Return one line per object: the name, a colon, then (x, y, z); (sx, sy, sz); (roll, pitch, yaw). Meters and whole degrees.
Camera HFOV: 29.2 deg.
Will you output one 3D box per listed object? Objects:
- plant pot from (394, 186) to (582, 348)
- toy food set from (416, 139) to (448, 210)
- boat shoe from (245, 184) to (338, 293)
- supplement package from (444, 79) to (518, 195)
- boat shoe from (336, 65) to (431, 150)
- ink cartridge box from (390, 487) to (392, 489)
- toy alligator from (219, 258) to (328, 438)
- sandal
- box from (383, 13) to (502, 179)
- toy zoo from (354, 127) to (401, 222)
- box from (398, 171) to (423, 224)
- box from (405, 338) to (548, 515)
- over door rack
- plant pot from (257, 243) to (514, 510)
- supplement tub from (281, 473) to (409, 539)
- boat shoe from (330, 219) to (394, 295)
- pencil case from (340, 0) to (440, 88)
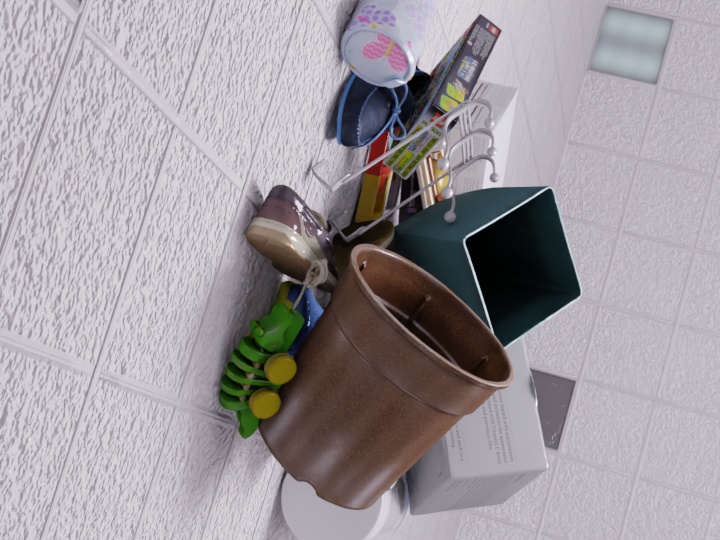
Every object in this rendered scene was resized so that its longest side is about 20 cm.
plant pot: (0.127, -0.012, 1.619); (0.141, 0.200, 0.142); (-31, 112, -29)
toy food set: (0.112, -0.143, 1.765); (0.144, 0.060, 0.201); (-71, 154, -58)
boat shoe: (-0.055, -0.028, 1.351); (0.065, 0.072, 0.200); (-68, 160, -9)
supplement package: (0.140, -0.149, 1.942); (0.156, 0.110, 0.201); (-57, 159, -52)
boat shoe: (0.029, -0.194, 1.521); (0.200, 0.068, 0.085); (-59, 159, -51)
ink cartridge box: (0.019, 0.131, 1.553); (0.200, 0.146, 0.083); (-52, 137, -28)
toy alligator: (-0.092, 0.072, 1.307); (0.054, 0.059, 0.201); (10, 115, -35)
sandal: (-0.045, 0.067, 1.463); (0.200, 0.087, 0.080); (50, 57, -72)
box: (0.096, -0.202, 1.588); (0.110, 0.035, 0.200); (-47, -169, 43)
toy zoo: (0.032, -0.131, 1.706); (0.131, 0.020, 0.201); (-27, 131, -73)
box: (0.090, -0.019, 1.817); (0.144, 0.036, 0.201); (-85, 159, -43)
box: (0.128, 0.180, 1.710); (0.200, 0.130, 0.200); (117, -33, -65)
over door rack: (0.058, -0.095, 1.489); (0.148, 0.199, 0.067); (73, -7, -67)
plant pot: (0.012, 0.114, 1.353); (0.199, 0.200, 0.200); (-51, 173, 16)
supplement tub: (-0.015, 0.282, 1.722); (0.200, 0.131, 0.133); (40, 66, -76)
boat shoe: (0.000, 0.000, 1.555); (0.200, 0.073, 0.065); (-61, 143, -63)
pencil case: (0.048, -0.287, 1.464); (0.091, 0.083, 0.201); (60, 43, -41)
